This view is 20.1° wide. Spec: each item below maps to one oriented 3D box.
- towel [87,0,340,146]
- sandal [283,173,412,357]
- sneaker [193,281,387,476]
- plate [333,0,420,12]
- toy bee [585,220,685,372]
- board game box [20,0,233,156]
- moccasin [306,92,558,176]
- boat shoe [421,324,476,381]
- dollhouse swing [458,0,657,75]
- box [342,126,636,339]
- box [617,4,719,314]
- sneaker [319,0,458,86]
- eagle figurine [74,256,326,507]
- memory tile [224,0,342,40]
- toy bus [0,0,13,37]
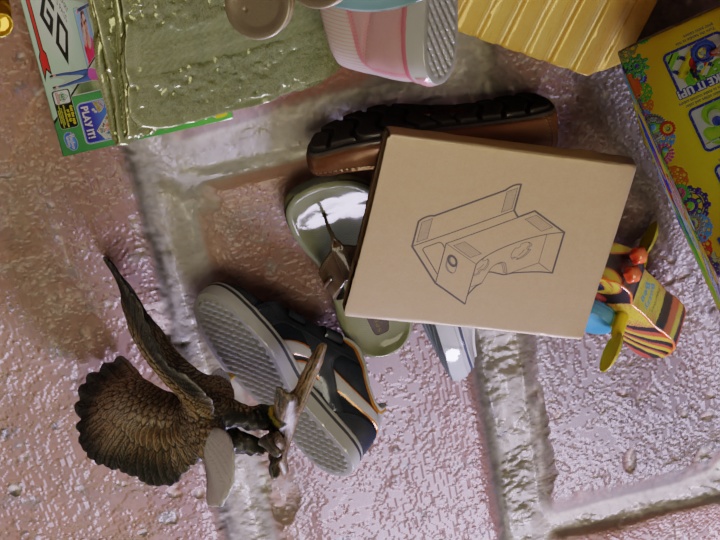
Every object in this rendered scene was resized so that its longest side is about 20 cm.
[{"bbox_3d":[-0.103,-0.181,1.474,0.199,0.036,0.149,-20,128,-24],"label":"towel"},{"bbox_3d":[0.001,0.000,1.653,0.079,0.057,0.201,-23,128,4],"label":"sandal"},{"bbox_3d":[-0.056,0.074,1.689,0.078,0.079,0.200,-13,121,50],"label":"sneaker"},{"bbox_3d":[0.002,-0.278,1.391,0.199,0.026,0.201,3,100,18],"label":"plate"},{"bbox_3d":[0.208,0.018,1.671,0.199,0.108,0.132,9,81,-36],"label":"toy bee"},{"bbox_3d":[-0.176,-0.186,1.492,0.134,0.029,0.201,-13,128,-3],"label":"board game box"},{"bbox_3d":[0.056,-0.092,1.593,0.200,0.074,0.078,-9,116,-18],"label":"moccasin"},{"bbox_3d":[0.080,0.015,1.665,0.067,0.074,0.200,-24,141,-6],"label":"boat shoe"},{"bbox_3d":[0.176,-0.225,1.467,0.199,0.182,0.177,16,101,-24],"label":"dollhouse swing"},{"bbox_3d":[0.098,-0.026,1.580,0.199,0.021,0.164,6,120,-14],"label":"box"},{"bbox_3d":[0.295,-0.072,1.535,0.122,0.193,0.200,-24,159,6],"label":"box"},{"bbox_3d":[0.020,-0.235,1.454,0.075,0.104,0.201,0,96,-57],"label":"sneaker"},{"bbox_3d":[-0.142,0.098,1.615,0.199,0.152,0.151,22,167,6],"label":"eagle figurine"},{"bbox_3d":[-0.023,-0.260,1.381,0.199,0.017,0.154,-22,91,20],"label":"memory tile"},{"bbox_3d":[-0.329,-0.202,1.383,0.200,0.136,0.192,30,109,-28],"label":"toy bus"}]
